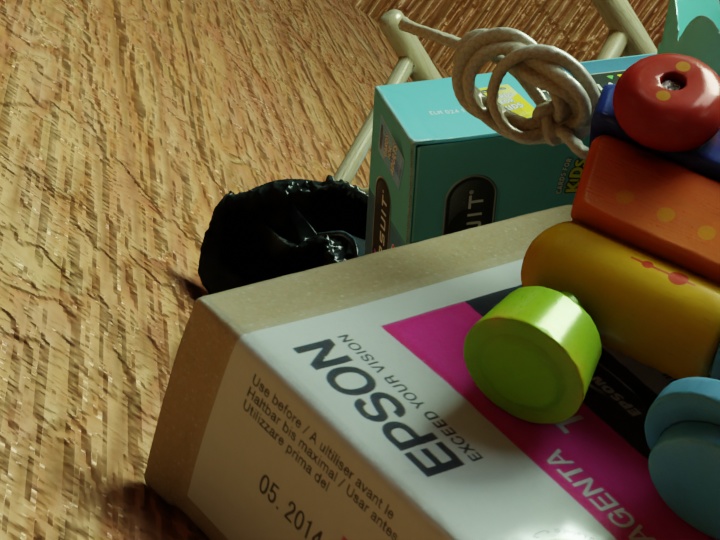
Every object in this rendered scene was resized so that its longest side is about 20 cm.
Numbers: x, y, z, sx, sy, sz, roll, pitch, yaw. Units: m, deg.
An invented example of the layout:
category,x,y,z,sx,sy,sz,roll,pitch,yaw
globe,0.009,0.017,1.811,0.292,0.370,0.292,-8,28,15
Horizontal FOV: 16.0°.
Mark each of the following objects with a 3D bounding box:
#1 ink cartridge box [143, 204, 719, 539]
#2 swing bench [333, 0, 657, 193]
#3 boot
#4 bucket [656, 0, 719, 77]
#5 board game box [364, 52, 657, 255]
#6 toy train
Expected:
category,x,y,z,sx,sy,sz,roll,pitch,yaw
ink cartridge box,0.061,0.074,0.760,0.164,0.075,0.200,-14,44,-40
swing bench,0.105,-0.033,1.301,0.200,0.130,0.198,39,-21,-26
boot,0.000,0.000,1.116,0.167,0.077,0.200,22,5,-33
bucket,0.183,-0.007,0.875,0.206,0.136,0.207,14,19,-5
board game box,0.101,-0.008,0.999,0.199,0.152,0.047,-7,34,-17
toy train,0.066,-0.003,0.748,0.199,0.116,0.085,25,-40,22
